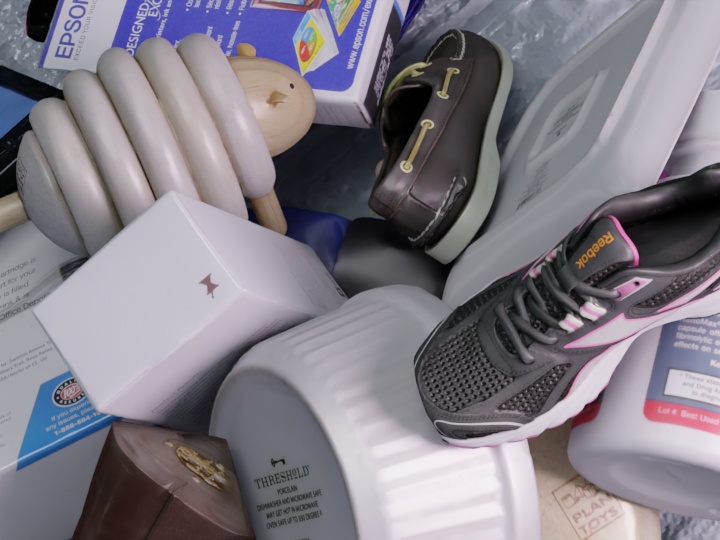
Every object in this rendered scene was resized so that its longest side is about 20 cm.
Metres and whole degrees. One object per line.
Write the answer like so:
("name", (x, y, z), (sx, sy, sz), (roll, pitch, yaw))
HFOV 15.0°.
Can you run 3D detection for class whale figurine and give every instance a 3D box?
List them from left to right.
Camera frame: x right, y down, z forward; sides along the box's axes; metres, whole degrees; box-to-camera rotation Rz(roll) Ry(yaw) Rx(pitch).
("whale figurine", (0.108, 0.121, 1.469), (0.159, 0.104, 0.200), (-33, 85, -11))

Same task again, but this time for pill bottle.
("pill bottle", (0.184, 0.017, 1.395), (0.119, 0.120, 0.200), (9, 72, 19))

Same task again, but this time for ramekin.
("ramekin", (-0.001, 0.115, 1.398), (0.094, 0.203, 0.203), (-13, 57, -30))

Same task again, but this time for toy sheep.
("toy sheep", (-0.117, -0.058, 1.489), (0.200, 0.138, 0.138), (-27, 61, -9))

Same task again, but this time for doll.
("doll", (0.000, 0.000, 1.568), (0.199, 0.048, 0.137), (10, 73, 20))

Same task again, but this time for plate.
("plate", (0.120, -0.073, 1.471), (0.032, 0.200, 0.200), (37, 54, -12))

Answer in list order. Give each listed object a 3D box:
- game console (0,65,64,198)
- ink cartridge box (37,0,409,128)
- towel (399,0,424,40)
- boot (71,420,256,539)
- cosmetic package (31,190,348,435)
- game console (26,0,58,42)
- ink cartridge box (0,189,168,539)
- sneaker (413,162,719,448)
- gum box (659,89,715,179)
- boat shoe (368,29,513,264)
("game console", (-0.278, -0.085, 1.592), (0.176, 0.116, 0.200), (-43, 23, -10))
("ink cartridge box", (-0.065, -0.183, 1.593), (0.199, 0.047, 0.198), (7, 66, 20))
("towel", (-0.055, -0.186, 1.674), (0.200, 0.050, 0.148), (25, 68, 25))
("boot", (-0.089, 0.193, 1.426), (0.186, 0.064, 0.200), (35, 116, 7))
("cosmetic package", (-0.079, 0.029, 1.456), (0.101, 0.200, 0.071), (-39, 72, 10))
("game console", (-0.090, -0.204, 1.651), (0.199, 0.031, 0.177), (6, 66, 17))
("ink cartridge box", (-0.198, 0.059, 1.553), (0.144, 0.084, 0.200), (-26, 47, 2))
("sneaker", (0.109, 0.004, 1.302), (0.200, 0.086, 0.080), (-35, 67, -3))
("gum box", (0.230, 0.002, 1.491), (0.200, 0.066, 0.114), (38, 82, 26))
("boat shoe", (0.042, -0.084, 1.539), (0.072, 0.060, 0.201), (-52, 17, 30))
